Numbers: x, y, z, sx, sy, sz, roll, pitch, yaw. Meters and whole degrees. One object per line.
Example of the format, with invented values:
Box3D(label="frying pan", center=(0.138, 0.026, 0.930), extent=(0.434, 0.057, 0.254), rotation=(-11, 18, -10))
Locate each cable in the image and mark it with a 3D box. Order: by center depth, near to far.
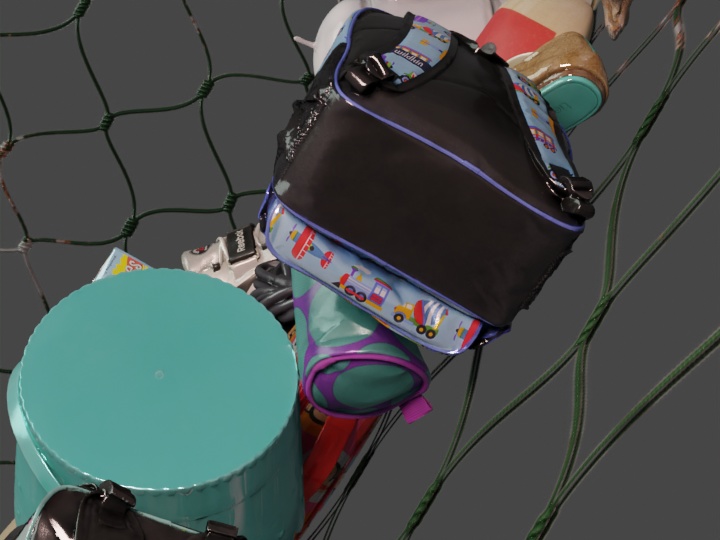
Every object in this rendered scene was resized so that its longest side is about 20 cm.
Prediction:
Box3D(label="cable", center=(0.000, 0.000, 1.430), extent=(0.162, 0.051, 0.200), rotation=(-17, 16, 2))

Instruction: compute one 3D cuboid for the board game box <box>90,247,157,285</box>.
Box3D(label="board game box", center=(-0.139, 0.083, 1.684), extent=(0.103, 0.199, 0.105), rotation=(-58, -19, -11))

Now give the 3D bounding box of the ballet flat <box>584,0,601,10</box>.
Box3D(label="ballet flat", center=(0.175, -0.237, 1.619), extent=(0.072, 0.072, 0.200), rotation=(-58, 6, -8))

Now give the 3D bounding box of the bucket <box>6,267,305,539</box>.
Box3D(label="bucket", center=(-0.130, 0.108, 1.291), extent=(0.135, 0.205, 0.208), rotation=(95, -163, -48))

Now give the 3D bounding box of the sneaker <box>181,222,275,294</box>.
Box3D(label="sneaker", center=(-0.088, -0.001, 1.549), extent=(0.200, 0.088, 0.074), rotation=(-50, 17, 12))

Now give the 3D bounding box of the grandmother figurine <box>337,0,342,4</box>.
Box3D(label="grandmother figurine", center=(0.052, -0.213, 1.743), extent=(0.122, 0.199, 0.061), rotation=(-53, -3, 14))

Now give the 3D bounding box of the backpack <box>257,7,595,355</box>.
Box3D(label="backpack", center=(0.039, -0.066, 1.205), extent=(0.135, 0.182, 0.200), rotation=(-57, 10, 23))

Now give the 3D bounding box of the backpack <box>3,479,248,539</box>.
Box3D(label="backpack", center=(-0.145, 0.247, 1.146), extent=(0.153, 0.175, 0.201), rotation=(-47, 27, 47))

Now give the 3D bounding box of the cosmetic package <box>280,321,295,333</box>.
Box3D(label="cosmetic package", center=(-0.010, 0.021, 1.590), extent=(0.201, 0.082, 0.051), rotation=(-59, -22, -8))

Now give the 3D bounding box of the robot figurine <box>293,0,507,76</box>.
Box3D(label="robot figurine", center=(0.047, -0.175, 1.654), extent=(0.113, 0.198, 0.171), rotation=(-96, -1, -60))

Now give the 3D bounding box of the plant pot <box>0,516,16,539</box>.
Box3D(label="plant pot", center=(-0.192, 0.227, 1.415), extent=(0.188, 0.186, 0.201), rotation=(-74, 9, -70))

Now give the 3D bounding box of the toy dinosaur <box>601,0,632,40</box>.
Box3D(label="toy dinosaur", center=(0.201, -0.249, 1.351), extent=(0.200, 0.086, 0.136), rotation=(-49, 2, 23))

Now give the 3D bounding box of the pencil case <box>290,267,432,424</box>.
Box3D(label="pencil case", center=(-0.002, -0.005, 1.288), extent=(0.085, 0.092, 0.201), rotation=(-29, 49, 31))

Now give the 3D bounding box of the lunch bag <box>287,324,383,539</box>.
Box3D(label="lunch bag", center=(-0.042, 0.119, 1.451), extent=(0.201, 0.082, 0.176), rotation=(-57, 11, 9))

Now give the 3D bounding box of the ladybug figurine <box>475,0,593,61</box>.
Box3D(label="ladybug figurine", center=(0.105, -0.132, 1.543), extent=(0.201, 0.072, 0.136), rotation=(-59, 7, -8))

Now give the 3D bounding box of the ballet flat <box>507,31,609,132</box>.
Box3D(label="ballet flat", center=(0.084, -0.100, 1.367), extent=(0.199, 0.068, 0.073), rotation=(-35, 34, 31))
